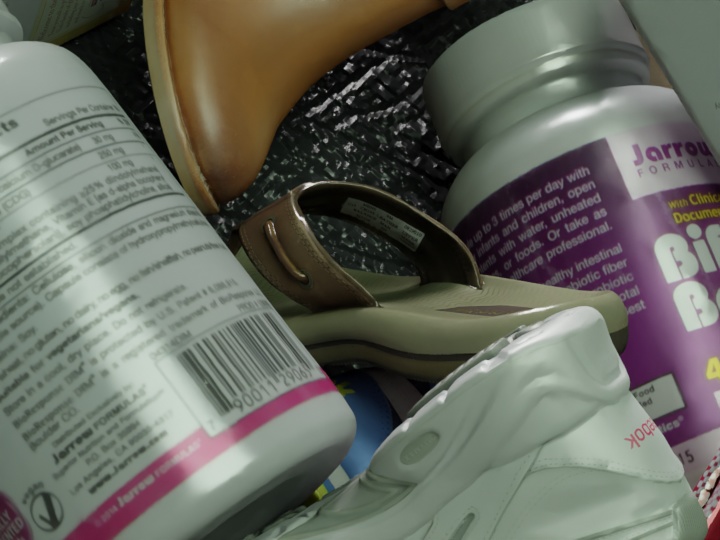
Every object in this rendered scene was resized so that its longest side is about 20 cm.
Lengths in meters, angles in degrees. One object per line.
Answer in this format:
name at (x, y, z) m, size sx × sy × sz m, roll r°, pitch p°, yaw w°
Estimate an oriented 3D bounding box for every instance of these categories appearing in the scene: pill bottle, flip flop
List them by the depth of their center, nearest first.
pill bottle at (-0.102, 0.004, 0.705) m, size 0.113 × 0.113 × 0.200 m, roll -31°, pitch 77°, yaw -33°
flip flop at (0.000, 0.000, 0.767) m, size 0.081 × 0.199 × 0.058 m, roll -20°, pitch 108°, yaw -43°
pill bottle at (0.095, 0.006, 0.836) m, size 0.112 × 0.112 × 0.201 m, roll -11°, pitch 68°, yaw -27°

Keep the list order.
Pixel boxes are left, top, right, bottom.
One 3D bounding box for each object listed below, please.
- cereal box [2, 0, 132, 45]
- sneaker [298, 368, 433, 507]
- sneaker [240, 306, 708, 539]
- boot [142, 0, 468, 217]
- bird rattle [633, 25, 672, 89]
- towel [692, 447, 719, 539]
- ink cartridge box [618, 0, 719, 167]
cereal box at (-0.147, -0.102, 0.773) m, size 0.200 × 0.144 × 0.040 m, roll -31°, pitch 75°, yaw -34°
sneaker at (0.042, 0.113, 0.772) m, size 0.082 × 0.074 × 0.200 m, roll -30°, pitch 79°, yaw -34°
sneaker at (0.016, 0.102, 0.678) m, size 0.100 × 0.200 × 0.078 m, roll 53°, pitch 31°, yaw 7°
boot at (0.008, -0.106, 0.833) m, size 0.154 × 0.074 × 0.201 m, roll -4°, pitch 49°, yaw 13°
bird rattle at (0.166, -0.095, 0.955) m, size 0.200 × 0.113 × 0.163 m, roll 47°, pitch 67°, yaw -9°
towel at (0.154, 0.104, 0.765) m, size 0.022 × 0.200 × 0.145 m, roll 22°, pitch 73°, yaw 40°
ink cartridge box at (0.190, -0.058, 0.835) m, size 0.201 × 0.083 × 0.146 m, roll 57°, pitch 31°, yaw -12°
